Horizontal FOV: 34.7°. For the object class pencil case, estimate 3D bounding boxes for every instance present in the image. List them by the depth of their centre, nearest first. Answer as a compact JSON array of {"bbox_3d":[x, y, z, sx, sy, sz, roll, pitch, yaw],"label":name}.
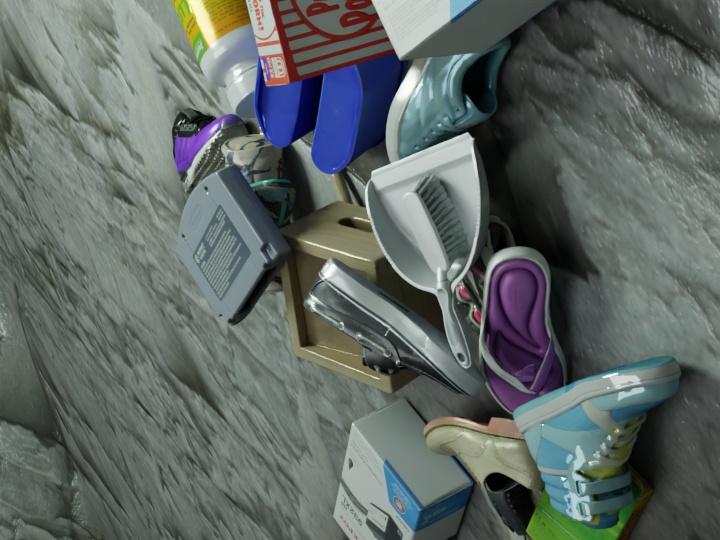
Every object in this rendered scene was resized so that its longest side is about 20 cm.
[{"bbox_3d":[-0.121,-0.076,1.461,0.077,0.089,0.202,-3,106,22],"label":"pencil case"}]

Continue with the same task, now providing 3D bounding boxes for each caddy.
[{"bbox_3d":[-0.028,-0.201,1.205,0.141,0.105,0.201,29,138,16],"label":"caddy"}]

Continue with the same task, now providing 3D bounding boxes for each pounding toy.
[{"bbox_3d":[0.000,0.000,1.285,0.199,0.142,0.185,17,125,42],"label":"pounding toy"}]

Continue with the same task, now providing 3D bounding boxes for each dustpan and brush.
[{"bbox_3d":[0.076,-0.010,1.076,0.139,0.057,0.201,-18,96,42],"label":"dustpan and brush"}]

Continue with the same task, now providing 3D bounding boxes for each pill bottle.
[{"bbox_3d":[-0.144,-0.281,1.324,0.201,0.110,0.111,66,151,13],"label":"pill bottle"}]

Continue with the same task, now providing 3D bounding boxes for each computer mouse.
[{"bbox_3d":[0.170,0.297,1.267,0.058,0.034,0.201,2,111,58],"label":"computer mouse"}]

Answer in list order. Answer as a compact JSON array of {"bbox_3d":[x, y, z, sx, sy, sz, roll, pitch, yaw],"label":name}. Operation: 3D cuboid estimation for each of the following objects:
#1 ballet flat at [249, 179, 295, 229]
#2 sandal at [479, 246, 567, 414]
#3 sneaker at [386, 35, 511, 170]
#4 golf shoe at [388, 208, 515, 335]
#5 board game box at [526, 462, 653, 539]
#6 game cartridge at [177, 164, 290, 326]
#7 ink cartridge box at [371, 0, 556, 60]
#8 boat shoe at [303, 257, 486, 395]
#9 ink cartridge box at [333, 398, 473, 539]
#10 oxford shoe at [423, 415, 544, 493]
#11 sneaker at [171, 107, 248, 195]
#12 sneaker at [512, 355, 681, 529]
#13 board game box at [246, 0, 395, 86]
[{"bbox_3d":[-0.144,-0.065,1.351,0.200,0.074,0.075,-2,107,59],"label":"ballet flat"},{"bbox_3d":[0.147,0.071,1.080,0.050,0.082,0.204,-80,-21,-55],"label":"sandal"},{"bbox_3d":[0.082,-0.151,1.067,0.082,0.074,0.201,52,143,32],"label":"sneaker"},{"bbox_3d":[0.104,-0.035,1.134,0.200,0.077,0.088,52,135,15],"label":"golf shoe"},{"bbox_3d":[0.224,0.234,1.141,0.096,0.030,0.201,48,147,32],"label":"board game box"},{"bbox_3d":[-0.150,-0.031,1.306,0.134,0.041,0.200,60,149,12],"label":"game cartridge"},{"bbox_3d":[0.068,-0.290,0.924,0.128,0.125,0.201,-30,81,40],"label":"ink cartridge box"},{"bbox_3d":[0.029,0.070,1.123,0.199,0.072,0.068,36,99,14],"label":"boat shoe"},{"bbox_3d":[0.047,0.282,1.415,0.145,0.083,0.201,48,145,32],"label":"ink cartridge box"},{"bbox_3d":[0.126,0.194,1.212,0.200,0.070,0.074,-13,66,62],"label":"oxford shoe"},{"bbox_3d":[-0.218,-0.182,1.572,0.100,0.069,0.200,66,151,9],"label":"sneaker"},{"bbox_3d":[0.224,0.155,1.012,0.200,0.079,0.131,-37,68,58],"label":"sneaker"},{"bbox_3d":[-0.009,-0.263,1.027,0.046,0.199,0.153,10,118,57],"label":"board game box"}]
